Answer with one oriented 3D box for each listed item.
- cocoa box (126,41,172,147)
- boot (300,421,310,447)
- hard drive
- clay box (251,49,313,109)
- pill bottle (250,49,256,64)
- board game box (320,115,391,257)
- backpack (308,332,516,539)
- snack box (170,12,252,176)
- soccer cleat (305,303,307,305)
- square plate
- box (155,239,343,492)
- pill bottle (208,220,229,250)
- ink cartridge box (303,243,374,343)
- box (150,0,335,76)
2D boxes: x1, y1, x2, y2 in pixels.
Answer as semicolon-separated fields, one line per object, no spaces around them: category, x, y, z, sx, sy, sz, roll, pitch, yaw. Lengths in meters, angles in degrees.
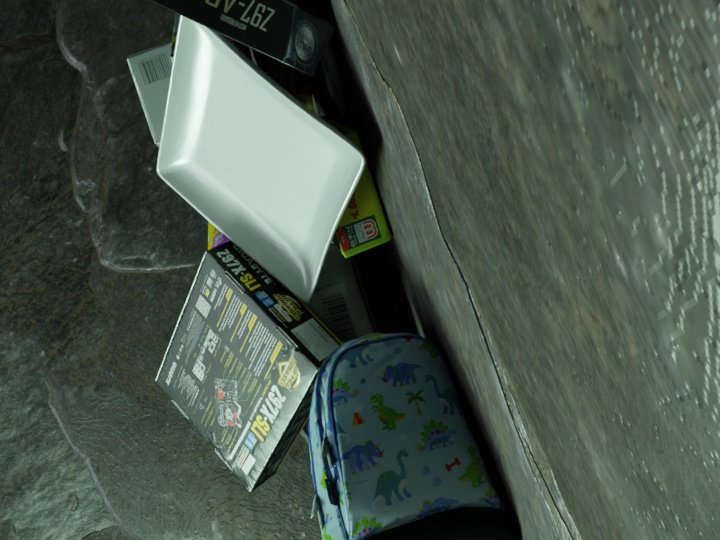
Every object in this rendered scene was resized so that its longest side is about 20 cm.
cocoa box;-0.221;-0.267;1.374;0.131;0.197;0.135;170;80;-85
boot;-0.048;0.181;1.027;0.180;0.073;0.201;-1;137;46
hard drive;0.000;0.000;1.047;0.200;0.032;0.142;-127;17;-72
clay box;-0.089;-0.246;0.952;0.200;0.047;0.117;90;160;-76
pill bottle;-0.135;-0.201;1.272;0.105;0.103;0.202;-118;10;-52
board game box;-0.026;-0.088;0.909;0.200;0.047;0.103;-129;20;-73
backpack;0.029;0.153;0.790;0.202;0.160;0.155;-107;10;-45
snack box;-0.138;-0.179;0.952;0.201;0.066;0.171;-105;3;-56
soccer cleat;-0.071;-0.001;0.979;0.201;0.068;0.078;-104;-1;-54
square plate;-0.089;-0.094;0.805;0.197;0.028;0.201;40;141;12
box;-0.114;0.094;0.914;0.159;0.049;0.201;42;130;17
pill bottle;-0.137;-0.071;1.165;0.105;0.102;0.202;76;-175;-52
ink cartridge box;-0.005;0.048;0.972;0.201;0.056;0.165;-73;-33;-65
box;-0.129;-0.234;0.760;0.158;0.044;0.200;18;-163;-36
